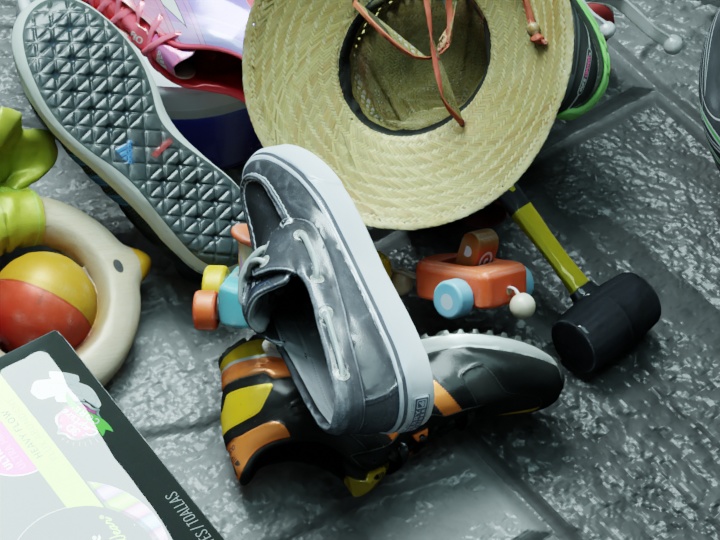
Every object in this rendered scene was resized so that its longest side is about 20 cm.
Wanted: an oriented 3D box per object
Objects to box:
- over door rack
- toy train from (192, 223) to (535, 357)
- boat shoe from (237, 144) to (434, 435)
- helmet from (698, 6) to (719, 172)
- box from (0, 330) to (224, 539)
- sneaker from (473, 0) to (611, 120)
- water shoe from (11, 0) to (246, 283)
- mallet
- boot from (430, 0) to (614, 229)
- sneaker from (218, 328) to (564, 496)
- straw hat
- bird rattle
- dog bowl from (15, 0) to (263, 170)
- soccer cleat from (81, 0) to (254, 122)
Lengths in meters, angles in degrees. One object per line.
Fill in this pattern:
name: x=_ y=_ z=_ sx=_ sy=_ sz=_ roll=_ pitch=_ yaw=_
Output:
over door rack: x=0.240 y=-0.215 z=1.466 sx=0.067 sy=0.148 sz=0.200 roll=51 pitch=33 yaw=14
toy train: x=0.000 y=0.000 z=1.297 sx=0.199 sy=0.056 sz=0.150 roll=-11 pitch=16 yaw=-43
boat shoe: x=-0.032 y=0.009 z=1.188 sx=0.067 sy=0.072 sz=0.201 roll=-7 pitch=49 yaw=-27
helmet: x=0.303 y=-0.111 z=1.401 sx=0.190 sy=0.200 sz=0.200 roll=-27 pitch=56 yaw=-6
box: x=-0.164 y=0.161 z=1.158 sx=0.148 sy=0.125 sz=0.200 roll=-28 pitch=59 yaw=-27
sneaker: x=0.082 y=-0.180 z=1.380 sx=0.200 sy=0.077 sz=0.084 roll=55 pitch=32 yaw=3
water shoe: x=-0.143 y=-0.071 z=1.349 sx=0.071 sy=0.079 sz=0.200 roll=-37 pitch=89 yaw=-23
mallet: x=0.109 y=-0.035 z=1.371 sx=0.066 sy=0.041 sz=0.201 roll=-24 pitch=77 yaw=-30
boot: x=0.096 y=-0.099 z=1.445 sx=0.199 sy=0.073 sz=0.145 roll=-23 pitch=56 yaw=-14
sneaker: x=0.018 y=0.087 z=1.286 sx=0.199 sy=0.070 sz=0.091 roll=1 pitch=64 yaw=-5
straw hat: x=0.036 y=-0.124 z=1.324 sx=0.200 sy=0.202 sz=0.085 roll=17 pitch=9 yaw=9
bird rattle: x=-0.207 y=0.013 z=1.299 sx=0.162 sy=0.113 sz=0.201 roll=25 pitch=53 yaw=-7
dog bowl: x=-0.123 y=-0.159 z=1.462 sx=0.199 sy=0.079 sz=0.201 roll=4 pitch=50 yaw=-4
soccer cleat: x=-0.123 y=-0.156 z=1.369 sx=0.199 sy=0.067 sz=0.077 roll=25 pitch=56 yaw=11
